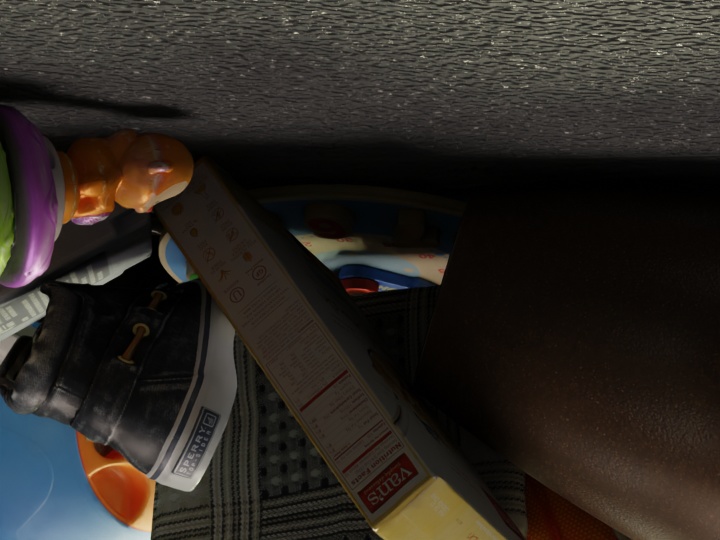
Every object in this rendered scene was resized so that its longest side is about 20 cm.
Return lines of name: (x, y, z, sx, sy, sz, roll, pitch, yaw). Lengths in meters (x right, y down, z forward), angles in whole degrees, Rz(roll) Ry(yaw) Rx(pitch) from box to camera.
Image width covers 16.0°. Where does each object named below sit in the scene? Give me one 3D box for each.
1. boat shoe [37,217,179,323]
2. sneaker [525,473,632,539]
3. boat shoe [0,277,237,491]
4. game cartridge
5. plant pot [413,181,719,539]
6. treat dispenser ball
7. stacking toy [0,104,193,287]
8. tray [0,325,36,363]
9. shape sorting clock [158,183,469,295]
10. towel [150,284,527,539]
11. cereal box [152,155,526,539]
boat shoe: (-0.105, 0.010, 1.341, 0.200, 0.072, 0.061, 7, 177, -17)
sneaker: (0.078, 0.096, 1.207, 0.077, 0.201, 0.073, -26, 136, 2)
boat shoe: (-0.106, 0.031, 1.128, 0.090, 0.071, 0.200, 26, -172, -11)
game cartridge: (-0.159, 0.002, 1.172, 0.133, 0.042, 0.200, -25, 178, -6)
plant pot: (0.130, 0.038, 1.114, 0.199, 0.188, 0.187, 16, 175, 4)
treat dispenser ball: (-0.174, 0.092, 1.531, 0.199, 0.202, 0.201, 3, 174, 0)
stacking toy: (-0.155, -0.029, 0.972, 0.199, 0.111, 0.116, -6, 176, -28)
tray: (-0.219, 0.019, 1.346, 0.199, 0.022, 0.107, 28, 180, 12)
shape sorting clock: (0.000, 0.000, 1.254, 0.199, 0.040, 0.200, 3, 165, 1)
towel: (-0.013, 0.102, 1.188, 0.191, 0.201, 0.035, -7, 154, 17)
cereal box: (-0.002, 0.053, 1.108, 0.039, 0.200, 0.144, -40, 146, 4)
